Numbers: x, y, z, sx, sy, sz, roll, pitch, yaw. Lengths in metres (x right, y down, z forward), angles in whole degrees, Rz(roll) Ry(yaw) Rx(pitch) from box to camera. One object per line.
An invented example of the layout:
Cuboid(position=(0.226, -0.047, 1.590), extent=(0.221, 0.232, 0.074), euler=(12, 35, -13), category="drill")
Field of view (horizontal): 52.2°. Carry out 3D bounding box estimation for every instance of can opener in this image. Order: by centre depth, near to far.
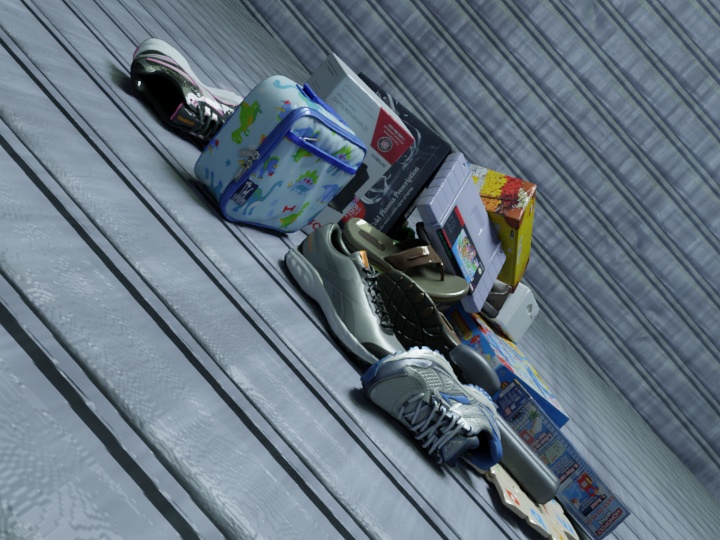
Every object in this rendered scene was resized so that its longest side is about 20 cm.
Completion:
Cuboid(position=(0.168, 0.175, 0.869), extent=(0.200, 0.067, 0.053), euler=(47, 11, 18), category="can opener")

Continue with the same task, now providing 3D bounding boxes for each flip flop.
Cuboid(position=(0.066, -0.022, 1.025), extent=(0.198, 0.058, 0.081), euler=(34, 30, 6), category="flip flop")

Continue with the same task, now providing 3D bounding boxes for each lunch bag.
Cuboid(position=(-0.085, -0.128, 0.851), extent=(0.083, 0.161, 0.199), euler=(47, 11, 19), category="lunch bag")

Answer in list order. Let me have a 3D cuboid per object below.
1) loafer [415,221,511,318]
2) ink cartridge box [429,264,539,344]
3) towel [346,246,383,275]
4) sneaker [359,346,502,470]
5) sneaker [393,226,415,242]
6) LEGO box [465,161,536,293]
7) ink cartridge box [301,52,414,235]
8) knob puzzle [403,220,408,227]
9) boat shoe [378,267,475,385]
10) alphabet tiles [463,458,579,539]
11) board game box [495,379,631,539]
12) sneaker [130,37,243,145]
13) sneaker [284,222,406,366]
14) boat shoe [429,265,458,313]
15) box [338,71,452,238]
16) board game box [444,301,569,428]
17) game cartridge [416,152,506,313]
Cuboid(position=(0.170, -0.015, 1.205), extent=(0.200, 0.071, 0.073), euler=(47, 4, 0), category="loafer")
Cuboid(position=(0.221, 0.039, 1.366), extent=(0.198, 0.084, 0.147), euler=(33, -5, 29), category="ink cartridge box")
Cuboid(position=(0.000, 0.000, 1.053), extent=(0.143, 0.023, 0.201), euler=(40, 13, -23), category="towel")
Cuboid(position=(0.082, 0.144, 0.734), extent=(0.198, 0.077, 0.086), euler=(29, 30, -36), category="sneaker")
Cuboid(position=(0.074, -0.024, 1.234), extent=(0.199, 0.084, 0.074), euler=(39, 12, -31), category="sneaker")
Cuboid(position=(0.205, -0.070, 1.223), extent=(0.146, 0.078, 0.202), euler=(22, -30, 22), category="LEGO box")
Cuboid(position=(-0.048, -0.161, 0.999), extent=(0.145, 0.200, 0.083), euler=(35, 17, -35), category="ink cartridge box")
Cuboid(position=(0.007, -0.125, 1.298), extent=(0.216, 0.031, 0.220), euler=(26, 1, 0), category="knob puzzle")
Cuboid(position=(0.086, 0.087, 0.963), extent=(0.201, 0.075, 0.074), euler=(53, 6, -2), category="boat shoe")
Cuboid(position=(0.178, 0.244, 0.869), extent=(0.199, 0.015, 0.196), euler=(42, 10, -20), category="alphabet tiles")
Cuboid(position=(0.262, 0.252, 0.987), extent=(0.201, 0.061, 0.200), euler=(50, 4, 6), category="board game box")
Cuboid(position=(-0.205, -0.193, 0.911), extent=(0.198, 0.081, 0.087), euler=(33, 27, -18), category="sneaker")
Cuboid(position=(-0.003, 0.032, 0.803), extent=(0.201, 0.079, 0.074), euler=(51, 12, 19), category="sneaker")
Cuboid(position=(0.099, 0.043, 1.134), extent=(0.074, 0.074, 0.199), euler=(45, 17, 18), category="boat shoe")
Cuboid(position=(0.014, -0.158, 1.131), extent=(0.181, 0.201, 0.104), euler=(38, 3, 8), category="box")
Cuboid(position=(0.238, 0.163, 1.243), extent=(0.199, 0.056, 0.197), euler=(38, 14, -32), category="board game box")
Cuboid(position=(0.154, -0.052, 1.084), extent=(0.202, 0.038, 0.131), euler=(60, 42, -30), category="game cartridge")
